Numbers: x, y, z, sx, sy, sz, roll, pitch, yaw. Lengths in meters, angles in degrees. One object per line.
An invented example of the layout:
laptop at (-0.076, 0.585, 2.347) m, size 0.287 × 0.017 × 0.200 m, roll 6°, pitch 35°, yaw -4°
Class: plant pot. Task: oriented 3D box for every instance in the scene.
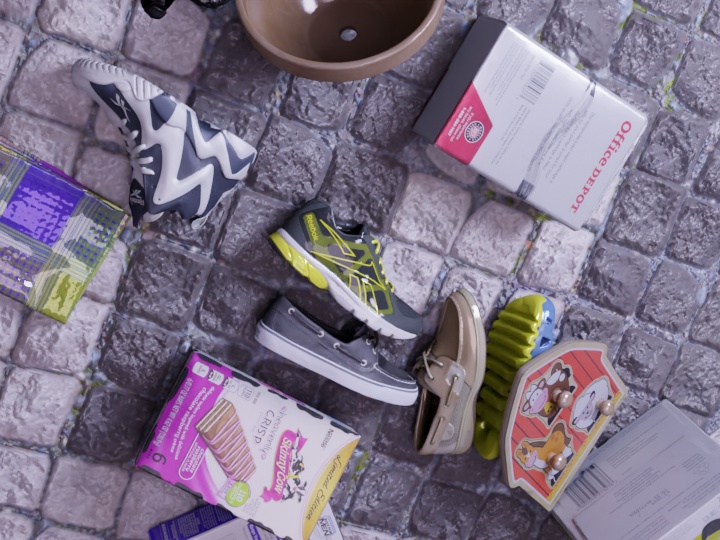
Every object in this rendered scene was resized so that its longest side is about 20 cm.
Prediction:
plant pot at (-0.016, -0.254, 1.178) m, size 0.201 × 0.201 × 0.093 m, roll -27°, pitch 156°, yaw -6°

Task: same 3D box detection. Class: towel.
towel at (-0.348, -0.046, 1.208) m, size 0.200 × 0.023 × 0.144 m, roll 31°, pitch 96°, yaw -22°

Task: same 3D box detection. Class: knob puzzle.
knob puzzle at (0.228, 0.165, 1.376) m, size 0.220 × 0.030 × 0.220 m, roll -20°, pitch 121°, yaw -36°

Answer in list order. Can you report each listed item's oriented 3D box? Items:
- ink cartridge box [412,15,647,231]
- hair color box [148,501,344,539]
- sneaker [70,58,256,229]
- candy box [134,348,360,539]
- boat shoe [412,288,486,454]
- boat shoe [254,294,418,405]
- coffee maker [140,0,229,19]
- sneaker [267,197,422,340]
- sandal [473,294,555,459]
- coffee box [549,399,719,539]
ink cartridge box at (0.181, -0.155, 1.291) m, size 0.200 × 0.083 × 0.145 m, roll 28°, pitch 97°, yaw -22°
hair color box at (-0.124, 0.307, 1.361) m, size 0.200 × 0.065 × 0.109 m, roll -21°, pitch 111°, yaw -7°
sneaker at (-0.214, -0.112, 1.193) m, size 0.199 × 0.079 × 0.130 m, roll 30°, pitch 88°, yaw -32°
candy box at (-0.119, 0.187, 1.288) m, size 0.200 × 0.061 × 0.136 m, roll 27°, pitch 86°, yaw -7°
boat shoe at (0.095, 0.117, 1.361) m, size 0.065 × 0.072 × 0.200 m, roll -3°, pitch 113°, yaw -18°
boat shoe at (-0.016, 0.083, 1.324) m, size 0.200 × 0.070 × 0.066 m, roll 26°, pitch 100°, yaw -14°
coffee maker at (-0.185, -0.331, 1.067) m, size 0.135 × 0.200 × 0.192 m, roll -37°, pitch 117°, yaw -6°
sneaker at (0.000, 0.000, 1.293) m, size 0.200 × 0.074 × 0.085 m, roll 36°, pitch 94°, yaw -23°
sandal at (0.188, 0.120, 1.391) m, size 0.087 × 0.079 × 0.200 m, roll 3°, pitch 113°, yaw -25°
coffee box at (0.368, 0.316, 1.430) m, size 0.200 × 0.200 × 0.198 m, roll -35°, pitch 113°, yaw -2°
